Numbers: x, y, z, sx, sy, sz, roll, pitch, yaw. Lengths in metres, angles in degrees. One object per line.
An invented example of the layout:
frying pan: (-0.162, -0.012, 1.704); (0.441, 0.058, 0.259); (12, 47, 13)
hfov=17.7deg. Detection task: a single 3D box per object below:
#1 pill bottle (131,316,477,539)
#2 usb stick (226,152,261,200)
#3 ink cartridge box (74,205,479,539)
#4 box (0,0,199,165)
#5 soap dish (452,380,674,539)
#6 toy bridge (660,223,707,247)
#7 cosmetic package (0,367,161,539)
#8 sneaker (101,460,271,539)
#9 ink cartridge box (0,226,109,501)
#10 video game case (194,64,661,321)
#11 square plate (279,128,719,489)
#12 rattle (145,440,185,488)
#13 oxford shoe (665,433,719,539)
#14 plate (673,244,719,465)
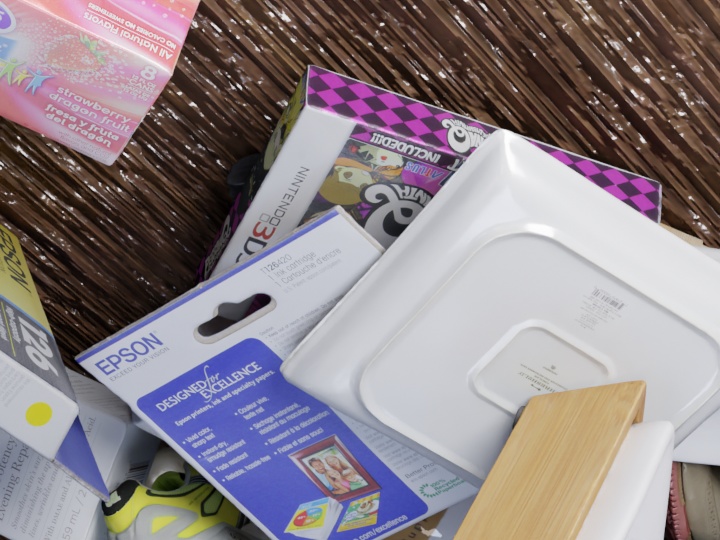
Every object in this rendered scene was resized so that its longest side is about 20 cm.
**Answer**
pill bottle: (-0.029, 0.094, 1.387); (0.200, 0.114, 0.114); (27, 145, -16)
usb stick: (0.000, 0.000, 1.312); (0.055, 0.033, 0.200); (-9, 140, 39)
ink cartridge box: (-0.016, 0.060, 1.256); (0.198, 0.047, 0.200); (-29, 117, 31)
box: (-0.180, -0.149, 1.106); (0.200, 0.103, 0.095); (26, 146, -12)
soap dish: (0.087, 0.168, 1.146); (0.081, 0.200, 0.157); (15, 131, 17)
toy bridge: (0.148, 0.041, 1.312); (0.067, 0.027, 0.200); (21, 146, -10)
cosmetic package: (-0.229, 0.097, 1.429); (0.200, 0.102, 0.074); (22, -174, 16)
sneaker: (-0.084, 0.149, 1.422); (0.075, 0.076, 0.200); (-34, 168, 22)
ink cartridge box: (-0.218, 0.015, 1.286); (0.047, 0.198, 0.200); (-47, 123, 9)
video game case: (0.032, -0.013, 1.238); (0.200, 0.036, 0.181); (18, 139, -14)
square plate: (0.091, 0.046, 1.182); (0.200, 0.028, 0.198); (30, 125, -17)
rattle: (-0.150, 0.085, 1.505); (0.200, 0.143, 0.130); (-16, 170, 18)
oxford shoe: (0.218, 0.139, 1.412); (0.075, 0.071, 0.200); (-19, 138, 4)
plate: (0.214, 0.045, 1.256); (0.200, 0.032, 0.200); (7, 145, -8)
